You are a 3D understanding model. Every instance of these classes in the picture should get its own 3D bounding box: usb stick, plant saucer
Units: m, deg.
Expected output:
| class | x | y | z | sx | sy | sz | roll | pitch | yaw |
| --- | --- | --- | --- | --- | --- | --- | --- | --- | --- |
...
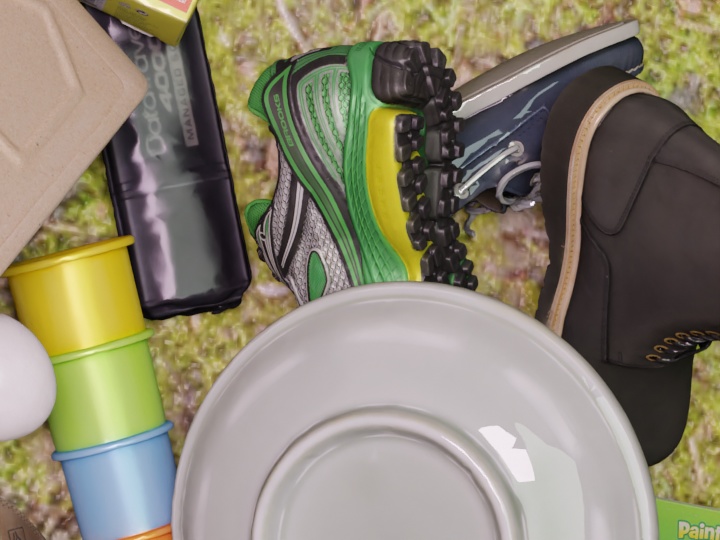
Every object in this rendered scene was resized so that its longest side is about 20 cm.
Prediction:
| class | x | y | z | sx | sy | sz | roll | pitch | yaw |
| --- | --- | --- | --- | --- | --- | --- | --- | --- | --- |
| usb stick | -0.090 | -0.078 | 1.090 | 0.055 | 0.033 | 0.202 | -11 | 89 | -16 |
| plant saucer | 0.014 | 0.106 | 0.984 | 0.199 | 0.050 | 0.202 | 1 | 94 | 16 |

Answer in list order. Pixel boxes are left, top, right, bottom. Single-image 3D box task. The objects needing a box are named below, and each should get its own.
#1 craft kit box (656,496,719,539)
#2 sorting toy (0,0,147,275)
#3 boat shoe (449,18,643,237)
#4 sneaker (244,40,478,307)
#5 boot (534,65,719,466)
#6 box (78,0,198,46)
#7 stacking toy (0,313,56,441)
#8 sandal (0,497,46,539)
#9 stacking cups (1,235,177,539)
| class | x | y | z | sx | sy | sz | roll | pitch | yaw |
| --- | --- | --- | --- | --- | --- | --- | --- | --- | --- |
| craft kit box | 0.163 | 0.210 | 1.161 | 0.199 | 0.048 | 0.199 | 13 | 82 | -21 |
| sorting toy | -0.182 | -0.085 | 0.940 | 0.185 | 0.036 | 0.200 | 48 | 38 | -15 |
| boat shoe | 0.049 | -0.047 | 1.122 | 0.199 | 0.075 | 0.062 | -31 | 95 | -21 |
| sneaker | 0.000 | 0.000 | 1.054 | 0.078 | 0.085 | 0.202 | -37 | 127 | -57 |
| boot | 0.143 | 0.027 | 1.082 | 0.077 | 0.138 | 0.201 | -32 | 131 | -23 |
| box | -0.068 | -0.201 | 1.062 | 0.075 | 0.050 | 0.201 | 25 | 79 | -7 |
| stacking toy | -0.204 | 0.004 | 0.961 | 0.199 | 0.146 | 0.147 | 29 | 75 | -10 |
| sandal | -0.152 | 0.116 | 1.024 | 0.057 | 0.080 | 0.203 | -12 | 89 | -37 |
| stacking cups | -0.099 | 0.089 | 1.063 | 0.060 | 0.060 | 0.202 | -16 | 96 | -23 |
